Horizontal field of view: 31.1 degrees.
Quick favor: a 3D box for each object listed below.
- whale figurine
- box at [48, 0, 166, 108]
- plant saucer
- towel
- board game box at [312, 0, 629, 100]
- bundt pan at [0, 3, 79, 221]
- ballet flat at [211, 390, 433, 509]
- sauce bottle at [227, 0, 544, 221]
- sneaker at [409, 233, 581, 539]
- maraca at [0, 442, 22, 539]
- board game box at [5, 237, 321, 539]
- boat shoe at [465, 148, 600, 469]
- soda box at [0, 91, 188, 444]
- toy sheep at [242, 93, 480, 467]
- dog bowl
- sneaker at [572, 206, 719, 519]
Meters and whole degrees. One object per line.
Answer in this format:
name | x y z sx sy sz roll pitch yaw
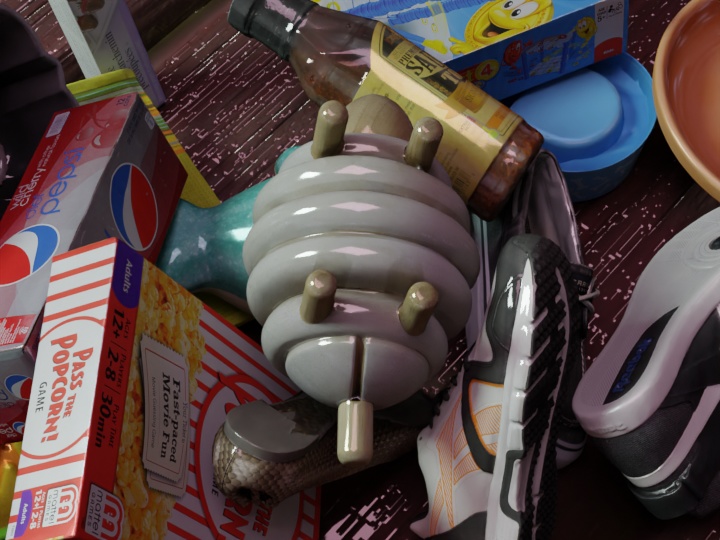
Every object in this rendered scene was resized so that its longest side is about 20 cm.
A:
whale figurine | -0.036 -0.021 0.786 0.197 0.104 0.161 4 56 -9
box | -0.181 -0.175 0.865 0.039 0.201 0.041 -40 60 -15
plant saucer | 0.282 -0.102 0.837 0.197 0.038 0.203 3 60 -5
towel | -0.132 -0.046 0.836 0.085 0.018 0.201 -26 72 -35
board game box | 0.052 -0.199 0.879 0.193 0.056 0.202 -22 56 -5
bundt pan | -0.239 -0.056 0.735 0.075 0.202 0.204 -10 53 25
ballet flat | -0.017 0.092 0.705 0.067 0.199 0.047 28 107 23
sauce bottle | 0.012 -0.108 0.760 0.199 0.066 0.066 35 65 3
sneaker | 0.066 0.075 0.687 0.079 0.203 0.073 17 23 28
maraca | -0.189 0.091 0.747 0.197 0.108 0.139 -10 56 0
board game box | -0.090 0.099 0.671 0.046 0.200 0.154 -15 56 26
boat shoe | 0.104 0.014 0.765 0.071 0.071 0.203 15 52 -38
soda box | -0.159 -0.006 0.714 0.062 0.070 0.202 -9 42 22
toy sheep | 0.000 0.000 0.666 0.136 0.138 0.203 4 64 9
dog bowl | 0.106 -0.117 0.882 0.198 0.050 0.112 30 65 23
sneaker | 0.199 0.056 0.735 0.200 0.113 0.073 -46 22 -30
